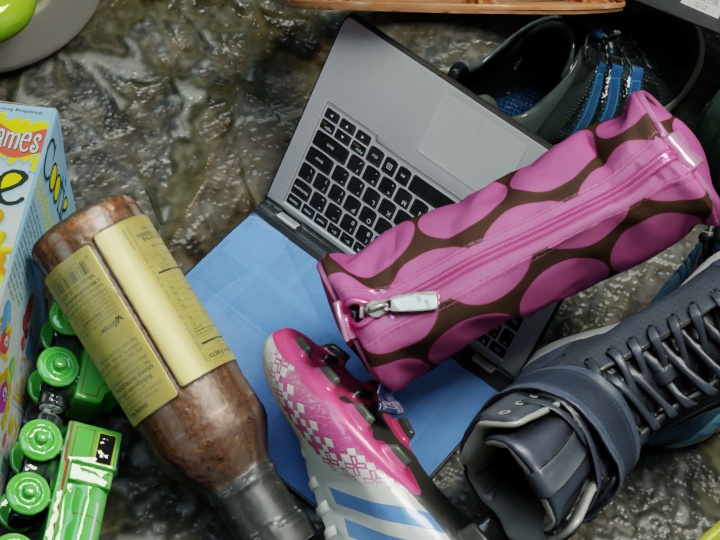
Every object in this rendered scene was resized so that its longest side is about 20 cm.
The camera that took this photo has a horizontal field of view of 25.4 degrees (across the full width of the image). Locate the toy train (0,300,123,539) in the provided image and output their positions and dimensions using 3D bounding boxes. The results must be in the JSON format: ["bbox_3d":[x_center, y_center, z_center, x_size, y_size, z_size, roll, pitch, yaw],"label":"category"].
[{"bbox_3d":[-0.152,0.104,0.815,0.056,0.042,0.201,16,60,-15],"label":"toy train"}]

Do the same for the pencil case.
[{"bbox_3d":[0.079,-0.014,0.783,0.199,0.094,0.091,-30,73,7],"label":"pencil case"}]

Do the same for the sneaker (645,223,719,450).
[{"bbox_3d":[0.191,0.003,0.834,0.078,0.090,0.201,37,104,28],"label":"sneaker"}]

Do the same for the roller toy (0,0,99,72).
[{"bbox_3d":[-0.239,-0.219,0.966,0.182,0.140,0.200,34,58,5],"label":"roller toy"}]

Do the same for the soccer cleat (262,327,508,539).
[{"bbox_3d":[0.002,0.119,0.789,0.086,0.070,0.200,-46,71,12],"label":"soccer cleat"}]

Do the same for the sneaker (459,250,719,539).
[{"bbox_3d":[0.137,0.059,0.752,0.077,0.202,0.146,58,34,-1],"label":"sneaker"}]

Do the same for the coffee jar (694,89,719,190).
[{"bbox_3d":[0.280,-0.027,0.902,0.104,0.086,0.201,-17,58,-16],"label":"coffee jar"}]

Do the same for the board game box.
[{"bbox_3d":[-0.224,0.018,0.832,0.102,0.105,0.201,7,56,2],"label":"board game box"}]

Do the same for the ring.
[{"bbox_3d":[0.055,-0.162,0.937,0.199,0.200,0.019,1,101,0],"label":"ring"}]

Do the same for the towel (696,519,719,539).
[{"bbox_3d":[0.217,0.119,0.804,0.199,0.086,0.018,-34,48,-22],"label":"towel"}]

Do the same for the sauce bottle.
[{"bbox_3d":[-0.093,0.059,0.810,0.066,0.066,0.201,-28,85,-20],"label":"sauce bottle"}]

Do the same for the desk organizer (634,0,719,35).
[{"bbox_3d":[0.190,-0.193,0.960,0.199,0.072,0.077,30,16,33],"label":"desk organizer"}]

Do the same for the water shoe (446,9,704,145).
[{"bbox_3d":[0.134,-0.118,0.957,0.199,0.079,0.072,-29,63,-20],"label":"water shoe"}]

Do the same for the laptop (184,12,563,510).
[{"bbox_3d":[0.000,0.000,0.855,0.187,0.201,0.116,36,28,18],"label":"laptop"}]
